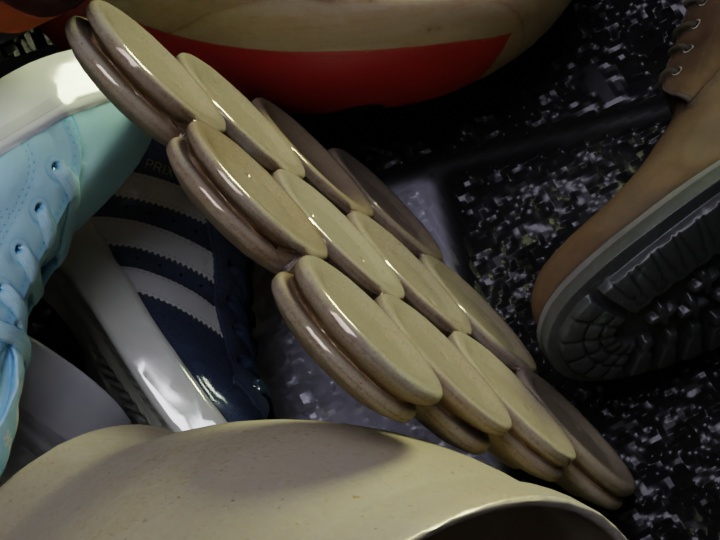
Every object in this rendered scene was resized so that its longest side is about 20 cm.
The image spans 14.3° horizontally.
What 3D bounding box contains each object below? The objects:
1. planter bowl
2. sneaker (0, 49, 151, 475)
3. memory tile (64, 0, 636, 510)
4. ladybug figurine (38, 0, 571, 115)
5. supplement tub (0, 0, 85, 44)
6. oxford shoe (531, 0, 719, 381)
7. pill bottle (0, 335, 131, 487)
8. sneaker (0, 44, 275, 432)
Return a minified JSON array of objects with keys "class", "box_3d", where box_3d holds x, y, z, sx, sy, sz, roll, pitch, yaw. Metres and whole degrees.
[{"class":"planter bowl","box_3d":[-0.036,0.121,0.758,0.135,0.200,0.200,30,72,37]},{"class":"sneaker","box_3d":[-0.113,0.021,0.777,0.082,0.074,0.200,41,63,12]},{"class":"memory tile","box_3d":[0.000,0.000,0.805,0.017,0.200,0.153,-44,63,9]},{"class":"ladybug figurine","box_3d":[-0.024,-0.096,0.900,0.199,0.072,0.136,0,34,-18]},{"class":"supplement tub","box_3d":[-0.138,-0.099,0.767,0.200,0.107,0.107,-23,58,23]},{"class":"oxford shoe","box_3d":[0.118,-0.042,0.878,0.200,0.073,0.084,-39,52,-18]},{"class":"pill bottle","box_3d":[-0.149,0.111,0.826,0.112,0.112,0.200,22,69,22]},{"class":"sneaker","box_3d":[-0.052,0.001,0.887,0.084,0.075,0.200,-28,66,-17]}]
